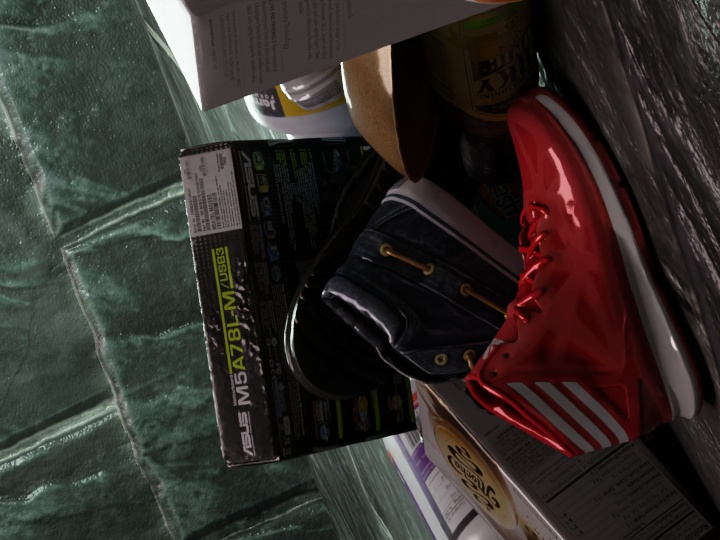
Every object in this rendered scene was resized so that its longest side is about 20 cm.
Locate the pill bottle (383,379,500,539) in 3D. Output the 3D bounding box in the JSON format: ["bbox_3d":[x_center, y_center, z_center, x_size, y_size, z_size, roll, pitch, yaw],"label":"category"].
[{"bbox_3d":[0.101,0.165,2.059,0.112,0.111,0.200,75,169,-50],"label":"pill bottle"}]

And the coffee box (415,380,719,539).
[{"bbox_3d":[0.125,0.132,1.742,0.200,0.080,0.113,48,164,25],"label":"coffee box"}]

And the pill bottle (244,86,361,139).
[{"bbox_3d":[-0.039,-0.167,2.051,0.112,0.112,0.201,-126,15,-59],"label":"pill bottle"}]

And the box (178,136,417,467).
[{"bbox_3d":[-0.037,0.015,1.852,0.193,0.047,0.201,-8,-91,-64],"label":"box"}]

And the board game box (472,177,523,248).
[{"bbox_3d":[0.066,-0.058,1.878,0.152,0.045,0.201,139,108,-81],"label":"board game box"}]

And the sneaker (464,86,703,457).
[{"bbox_3d":[0.097,0.006,1.578,0.078,0.115,0.201,94,151,-75],"label":"sneaker"}]

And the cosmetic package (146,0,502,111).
[{"bbox_3d":[-0.010,-0.172,1.461,0.085,0.199,0.108,87,157,-57],"label":"cosmetic package"}]

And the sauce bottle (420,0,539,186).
[{"bbox_3d":[0.068,-0.120,1.618,0.200,0.064,0.065,75,169,-57],"label":"sauce bottle"}]

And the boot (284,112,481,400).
[{"bbox_3d":[0.002,0.001,1.755,0.079,0.212,0.158,34,156,-8],"label":"boot"}]

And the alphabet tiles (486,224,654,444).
[{"bbox_3d":[0.112,0.045,1.772,0.167,0.008,0.200,48,165,-4],"label":"alphabet tiles"}]

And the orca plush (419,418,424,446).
[{"bbox_3d":[0.077,0.100,1.913,0.200,0.071,0.105,49,-175,30],"label":"orca plush"}]

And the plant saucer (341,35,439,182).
[{"bbox_3d":[0.017,-0.150,1.614,0.200,0.035,0.201,2,-90,-80],"label":"plant saucer"}]

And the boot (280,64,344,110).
[{"bbox_3d":[-0.029,-0.188,1.827,0.096,0.073,0.200,55,-157,-23],"label":"boot"}]

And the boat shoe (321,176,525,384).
[{"bbox_3d":[0.076,0.040,1.646,0.200,0.091,0.071,36,164,5],"label":"boat shoe"}]

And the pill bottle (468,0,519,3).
[{"bbox_3d":[0.072,-0.176,1.221,0.200,0.112,0.113,177,70,-82],"label":"pill bottle"}]
